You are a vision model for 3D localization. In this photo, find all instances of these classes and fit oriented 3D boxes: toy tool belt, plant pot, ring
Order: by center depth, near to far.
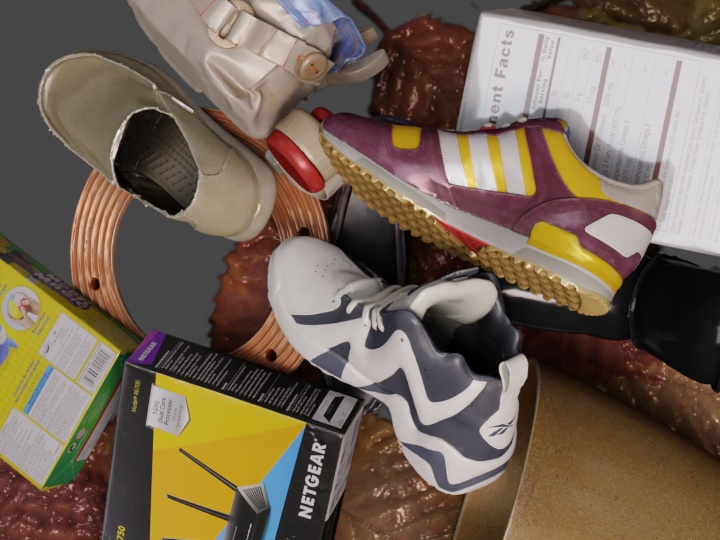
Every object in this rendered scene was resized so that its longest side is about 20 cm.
[{"bbox_3d":[0.170,0.170,1.118,0.200,0.186,0.187,17,101,-3],"label":"plant pot"},{"bbox_3d":[-0.048,-0.151,1.136,0.123,0.125,0.200,-42,64,-7],"label":"toy tool belt"},{"bbox_3d":[-0.105,-0.007,1.207,0.200,0.019,0.201,1,93,26],"label":"ring"}]

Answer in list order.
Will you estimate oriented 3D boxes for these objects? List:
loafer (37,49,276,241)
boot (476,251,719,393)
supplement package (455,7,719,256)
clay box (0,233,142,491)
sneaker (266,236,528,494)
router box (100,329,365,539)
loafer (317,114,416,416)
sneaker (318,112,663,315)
[{"bbox_3d":[-0.139,-0.087,1.168,0.200,0.068,0.076,32,101,29],"label":"loafer"},{"bbox_3d":[0.147,0.017,1.085,0.162,0.198,0.073,10,97,5],"label":"boot"},{"bbox_3d":[0.165,-0.084,1.102,0.200,0.117,0.117,13,102,12],"label":"supplement package"},{"bbox_3d":[-0.251,0.043,1.240,0.200,0.048,0.115,36,104,18],"label":"clay box"},{"bbox_3d":[0.027,0.022,1.066,0.199,0.079,0.130,53,143,28],"label":"sneaker"},{"bbox_3d":[-0.089,0.152,1.196,0.149,0.051,0.200,17,121,11],"label":"router box"},{"bbox_3d":[0.000,0.000,1.179,0.072,0.063,0.200,9,99,11],"label":"loafer"},{"bbox_3d":[0.073,-0.054,1.040,0.200,0.075,0.090,29,80,16],"label":"sneaker"}]
